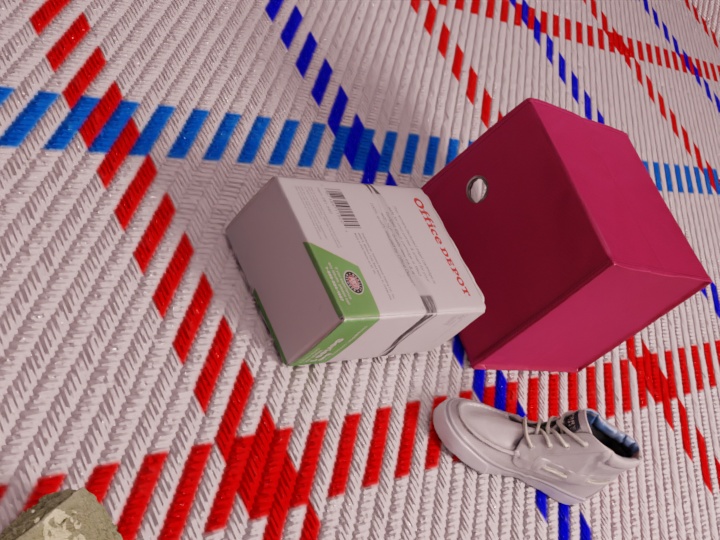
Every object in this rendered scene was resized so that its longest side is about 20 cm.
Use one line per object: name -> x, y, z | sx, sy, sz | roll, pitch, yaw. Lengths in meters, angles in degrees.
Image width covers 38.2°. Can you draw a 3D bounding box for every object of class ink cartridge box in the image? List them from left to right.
ink cartridge box -> 0.000, 0.000, 0.933 | 0.200, 0.084, 0.146 | 1, 56, -48

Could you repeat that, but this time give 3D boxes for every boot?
boot -> 0.168, 0.150, 0.960 | 0.200, 0.096, 0.074 | 26, 39, -29

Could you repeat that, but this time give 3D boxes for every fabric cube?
fabric cube -> 0.201, -0.027, 1.087 | 0.200, 0.196, 0.200 | 8, 52, -45

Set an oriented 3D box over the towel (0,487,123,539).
towel -> -0.177, 0.217, 0.561 | 0.148, 0.036, 0.200 | 50, 34, 2
